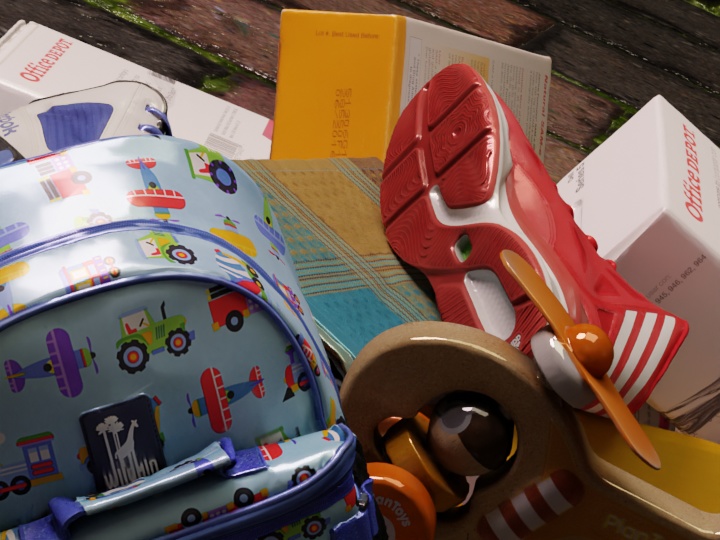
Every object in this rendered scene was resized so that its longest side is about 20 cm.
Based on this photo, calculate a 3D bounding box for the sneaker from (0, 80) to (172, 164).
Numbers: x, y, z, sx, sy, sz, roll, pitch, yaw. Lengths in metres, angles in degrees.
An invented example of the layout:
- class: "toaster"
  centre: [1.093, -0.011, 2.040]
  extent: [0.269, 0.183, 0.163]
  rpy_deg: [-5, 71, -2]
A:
- class: "sneaker"
  centre: [-0.115, -0.037, 1.160]
  extent: [0.115, 0.081, 0.199]
  rpy_deg: [-31, 44, -33]

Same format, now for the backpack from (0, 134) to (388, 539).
- class: "backpack"
  centre: [-0.084, 0.064, 0.866]
  extent: [0.181, 0.201, 0.135]
  rpy_deg: [-15, 31, -14]

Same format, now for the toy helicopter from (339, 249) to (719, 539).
- class: "toy helicopter"
  centre: [0.086, 0.079, 1.000]
  extent: [0.199, 0.133, 0.079]
  rpy_deg: [24, 19, -2]

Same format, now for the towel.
- class: "towel"
  centre: [0.000, 0.000, 1.137]
  extent: [0.147, 0.022, 0.200]
  rpy_deg: [45, 23, 21]

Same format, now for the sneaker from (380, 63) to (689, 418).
- class: "sneaker"
  centre: [0.081, -0.003, 1.157]
  extent: [0.115, 0.078, 0.201]
  rpy_deg: [30, 33, -34]

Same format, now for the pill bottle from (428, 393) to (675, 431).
- class: "pill bottle"
  centre: [0.059, 0.068, 1.250]
  extent: [0.199, 0.114, 0.113]
  rpy_deg: [3, 26, -48]

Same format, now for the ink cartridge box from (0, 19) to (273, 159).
- class: "ink cartridge box"
  centre: [-0.129, -0.059, 1.442]
  extent: [0.199, 0.085, 0.146]
  rpy_deg: [24, 17, -3]

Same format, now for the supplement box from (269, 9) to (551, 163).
- class: "supplement box"
  centre: [0.028, -0.066, 1.359]
  extent: [0.073, 0.127, 0.200]
  rpy_deg: [5, -1, 28]

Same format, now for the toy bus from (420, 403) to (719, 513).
- class: "toy bus"
  centre: [0.079, 0.099, 1.131]
  extent: [0.199, 0.066, 0.078]
  rpy_deg: [16, -26, -40]

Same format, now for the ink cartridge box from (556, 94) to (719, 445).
- class: "ink cartridge box"
  centre: [0.191, 0.026, 1.261]
  extent: [0.200, 0.084, 0.146]
  rpy_deg: [41, 22, -14]
